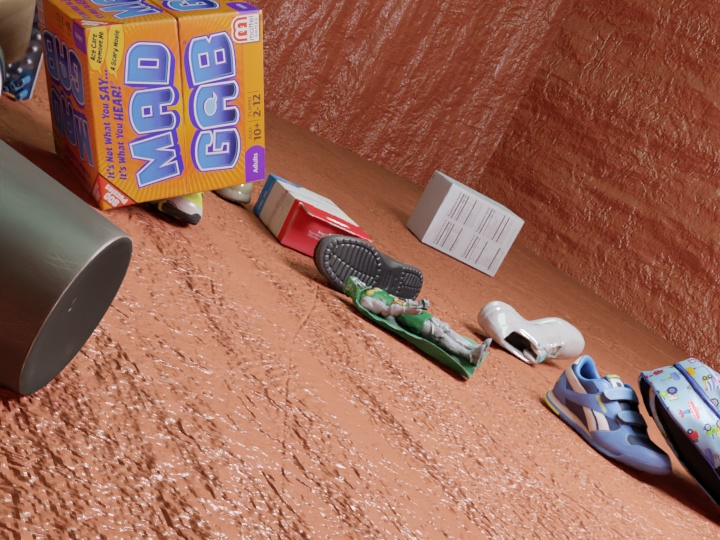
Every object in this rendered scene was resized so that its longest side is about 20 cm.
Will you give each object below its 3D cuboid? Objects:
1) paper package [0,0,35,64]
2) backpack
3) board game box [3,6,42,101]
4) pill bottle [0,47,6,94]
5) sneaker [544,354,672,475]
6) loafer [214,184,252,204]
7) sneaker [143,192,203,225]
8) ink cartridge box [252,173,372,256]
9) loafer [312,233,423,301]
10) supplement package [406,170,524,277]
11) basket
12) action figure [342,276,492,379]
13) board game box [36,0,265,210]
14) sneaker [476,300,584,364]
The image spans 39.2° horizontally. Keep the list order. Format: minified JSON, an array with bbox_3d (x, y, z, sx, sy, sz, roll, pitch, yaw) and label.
[{"bbox_3d":[-0.540,-0.326,1.263,0.189,0.104,0.200,23,23,0],"label":"paper package"},{"bbox_3d":[0.437,0.188,1.233,0.200,0.134,0.183,52,10,-3],"label":"backpack"},{"bbox_3d":[-0.520,-0.358,1.375,0.199,0.201,0.026,27,29,-1],"label":"board game box"},{"bbox_3d":[-0.440,-0.215,1.085,0.110,0.112,0.200,24,9,-23],"label":"pill bottle"},{"bbox_3d":[0.313,0.179,1.254,0.074,0.083,0.200,21,14,-42],"label":"sneaker"},{"bbox_3d":[-0.226,-0.171,1.588,0.200,0.069,0.075,36,12,37],"label":"loafer"},{"bbox_3d":[-0.230,-0.116,1.268,0.075,0.077,0.200,26,11,-25],"label":"sneaker"},{"bbox_3d":[-0.073,-0.068,1.488,0.116,0.068,0.200,23,11,-27],"label":"ink cartridge box"},{"bbox_3d":[0.000,0.000,1.376,0.071,0.073,0.199,23,-2,45],"label":"loafer"},{"bbox_3d":[0.240,-0.110,2.337,0.199,0.151,0.152,25,11,-18],"label":"supplement package"},{"bbox_3d":[-0.250,-0.026,0.603,0.199,0.137,0.180,32,13,1],"label":"basket"},{"bbox_3d":[0.065,0.062,1.263,0.199,0.055,0.118,26,12,13],"label":"action figure"},{"bbox_3d":[-0.241,-0.214,1.169,0.199,0.201,0.200,-14,31,-27],"label":"board game box"},{"bbox_3d":[0.272,0.115,1.554,0.199,0.076,0.089,17,26,-27],"label":"sneaker"}]
